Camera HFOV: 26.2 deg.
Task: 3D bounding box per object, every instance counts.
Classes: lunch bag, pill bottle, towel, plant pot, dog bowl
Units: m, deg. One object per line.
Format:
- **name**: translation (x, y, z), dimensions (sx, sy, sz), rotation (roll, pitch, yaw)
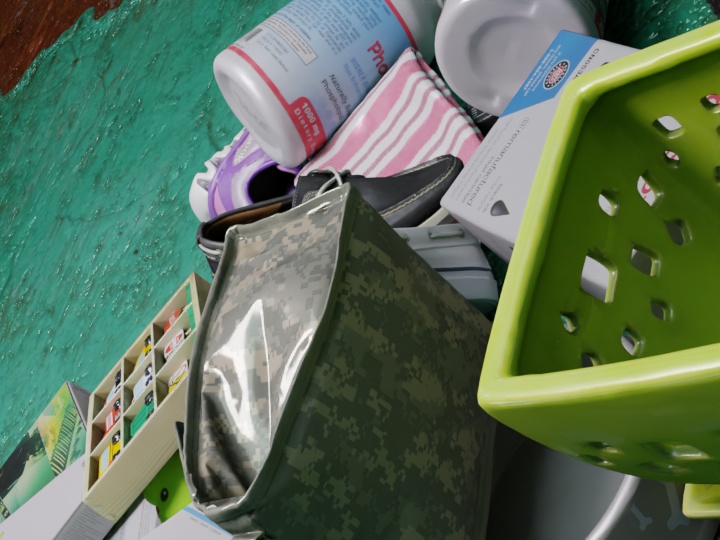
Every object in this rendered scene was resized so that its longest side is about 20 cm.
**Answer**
- **lunch bag**: translation (-0.011, 0.087, 0.836), dimensions (0.117, 0.164, 0.201), rotation (-19, 43, 35)
- **pill bottle**: translation (-0.011, -0.181, 1.246), dimensions (0.200, 0.109, 0.109), rotation (-38, 29, -11)
- **towel**: translation (0.027, -0.064, 1.140), dimensions (0.146, 0.030, 0.200), rotation (-48, 43, 17)
- **pill bottle**: translation (0.124, -0.210, 1.107), dimensions (0.114, 0.114, 0.200), rotation (-29, 30, 35)
- **plant pot**: translation (0.200, 0.010, 0.724), dimensions (0.200, 0.181, 0.200), rotation (-14, 48, 46)
- **dog bowl**: translation (0.107, 0.118, 0.863), dimensions (0.200, 0.059, 0.201), rotation (-34, 36, 30)

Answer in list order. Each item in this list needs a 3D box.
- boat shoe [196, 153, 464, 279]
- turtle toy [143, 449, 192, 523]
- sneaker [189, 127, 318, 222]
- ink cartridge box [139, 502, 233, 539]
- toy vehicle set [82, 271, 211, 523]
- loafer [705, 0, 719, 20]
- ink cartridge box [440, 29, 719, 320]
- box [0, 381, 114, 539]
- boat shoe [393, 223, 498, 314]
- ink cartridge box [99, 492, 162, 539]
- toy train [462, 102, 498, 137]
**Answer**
- **boat shoe**: translation (-0.019, -0.038, 1.072), dimensions (0.199, 0.068, 0.072), rotation (-21, 26, 16)
- **turtle toy**: translation (-0.046, 0.112, 1.008), dimensions (0.200, 0.101, 0.146), rotation (-34, 33, 6)
- **sneaker**: translation (-0.062, -0.113, 1.318), dimensions (0.088, 0.080, 0.201), rotation (27, 86, 52)
- **ink cartridge box**: translation (-0.098, 0.227, 0.871), dimensions (0.147, 0.076, 0.200), rotation (22, 36, 33)
- **toy vehicle set**: translation (-0.138, 0.080, 1.051), dimensions (0.124, 0.026, 0.200), rotation (-50, 16, 6)
- **loafer**: translation (0.273, -0.169, 0.929), dimensions (0.071, 0.073, 0.200), rotation (-43, 35, -4)
- **ink cartridge box**: translation (0.159, -0.053, 0.938), dimensions (0.145, 0.084, 0.200), rotation (-54, 31, -2)
- **box**: translation (-0.247, 0.194, 1.126), dimensions (0.200, 0.036, 0.144), rotation (-51, 31, 5)
- **boat shoe**: translation (0.000, 0.000, 0.991), dimensions (0.073, 0.199, 0.067), rotation (-31, 66, 44)
- **ink cartridge box**: translation (-0.157, 0.172, 1.141), dimensions (0.175, 0.084, 0.201), rotation (-33, 36, 31)
- **toy train**: translation (0.053, -0.091, 1.176), dimensions (0.200, 0.034, 0.046), rotation (-30, 48, 33)
